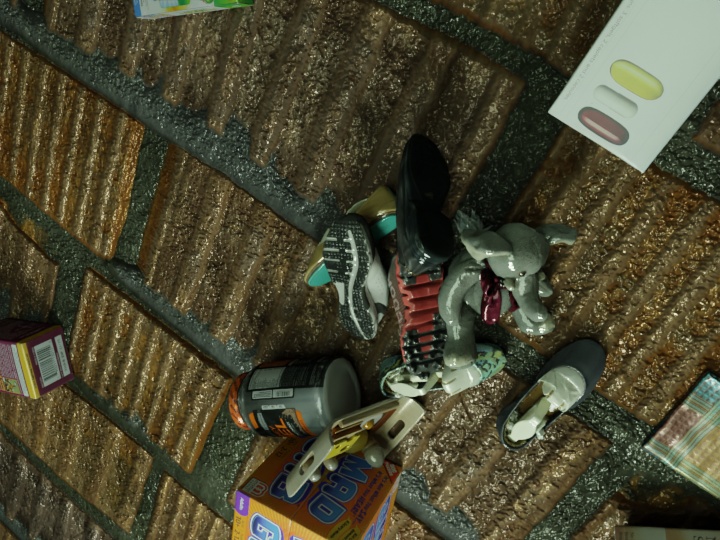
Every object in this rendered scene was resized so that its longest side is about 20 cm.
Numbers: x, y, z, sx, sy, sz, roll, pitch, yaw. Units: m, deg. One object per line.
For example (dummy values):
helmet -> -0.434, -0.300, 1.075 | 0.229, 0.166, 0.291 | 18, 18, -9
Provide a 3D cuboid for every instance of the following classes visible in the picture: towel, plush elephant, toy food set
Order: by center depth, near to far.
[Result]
plush elephant -> 0.179, 0.007, 0.696 | 0.155, 0.163, 0.202 | 153, 105, -74
towel -> 0.481, 0.231, 0.709 | 0.199, 0.022, 0.148 | 32, 118, 14
toy food set -> -0.004, 0.268, 0.865 | 0.061, 0.199, 0.144 | 53, 128, 27

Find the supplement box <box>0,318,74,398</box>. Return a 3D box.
supplement box -> -0.748, 0.190, 1.260 | 0.198, 0.103, 0.132 | 4, 109, 24

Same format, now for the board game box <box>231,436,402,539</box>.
board game box -> -0.074, 0.418, 0.944 | 0.198, 0.200, 0.202 | 19, 115, 19

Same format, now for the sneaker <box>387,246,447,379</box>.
sneaker -> 0.080, 0.048, 0.805 | 0.070, 0.098, 0.203 | -8, 103, -8

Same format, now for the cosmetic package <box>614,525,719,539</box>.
cosmetic package -> 0.436, 0.390, 0.725 | 0.198, 0.104, 0.087 | -11, 137, 28

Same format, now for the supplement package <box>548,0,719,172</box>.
supplement package -> 0.299, -0.220, 0.568 | 0.110, 0.156, 0.201 | 36, 119, 11

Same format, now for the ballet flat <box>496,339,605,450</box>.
ballet flat -> 0.254, 0.177, 0.776 | 0.073, 0.073, 0.201 | 41, 120, 8

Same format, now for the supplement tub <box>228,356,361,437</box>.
supplement tub -> -0.109, 0.208, 0.936 | 0.198, 0.122, 0.124 | -10, 102, 29

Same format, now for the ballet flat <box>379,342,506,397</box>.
ballet flat -> 0.114, 0.155, 0.838 | 0.198, 0.074, 0.075 | -16, 100, 31

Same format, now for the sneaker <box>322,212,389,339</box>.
sneaker -> 0.000, 0.000, 0.812 | 0.073, 0.080, 0.202 | 15, 133, 25

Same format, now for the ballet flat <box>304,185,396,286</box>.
ballet flat -> -0.015, -0.050, 0.847 | 0.199, 0.068, 0.064 | -37, 61, 29

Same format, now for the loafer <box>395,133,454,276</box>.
loafer -> 0.069, -0.087, 0.730 | 0.072, 0.202, 0.072 | 21, 144, -23

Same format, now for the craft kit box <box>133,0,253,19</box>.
craft kit box -> -0.254, -0.479, 0.822 | 0.196, 0.048, 0.202 | 7, 110, 27
